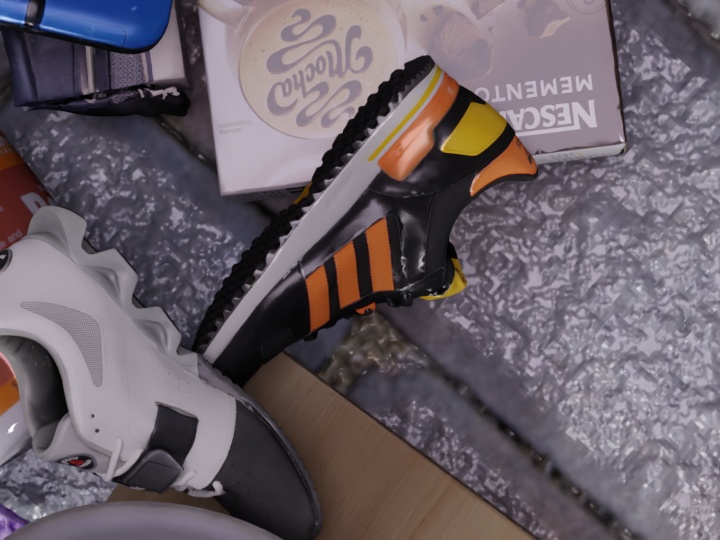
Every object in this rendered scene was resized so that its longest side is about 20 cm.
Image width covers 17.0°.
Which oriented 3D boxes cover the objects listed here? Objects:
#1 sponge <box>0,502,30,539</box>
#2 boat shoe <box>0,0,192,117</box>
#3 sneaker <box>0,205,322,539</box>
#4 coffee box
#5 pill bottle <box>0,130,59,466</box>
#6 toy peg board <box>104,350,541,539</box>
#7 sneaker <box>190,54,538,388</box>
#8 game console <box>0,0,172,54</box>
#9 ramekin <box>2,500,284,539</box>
[{"bbox_3d":[-0.221,0.155,1.194,0.200,0.030,0.112,27,90,25],"label":"sponge"},{"bbox_3d":[-0.143,-0.171,1.205,0.093,0.075,0.200,-8,87,0],"label":"boat shoe"},{"bbox_3d":[-0.105,0.072,1.104,0.200,0.074,0.089,46,58,-11],"label":"sneaker"},{"bbox_3d":[0.027,-0.101,1.188,0.200,0.080,0.113,-6,88,4],"label":"coffee box"},{"bbox_3d":[-0.202,-0.011,1.188,0.112,0.112,0.200,-38,87,3],"label":"pill bottle"},{"bbox_3d":[-0.029,0.167,1.194,0.199,0.098,0.200,35,91,20],"label":"toy peg board"},{"bbox_3d":[0.000,0.000,1.129,0.090,0.070,0.200,36,106,-10],"label":"sneaker"},{"bbox_3d":[-0.171,-0.199,1.168,0.170,0.118,0.200,12,75,-11],"label":"game console"},{"bbox_3d":[-0.091,0.185,1.040,0.200,0.200,0.105,12,117,5],"label":"ramekin"}]
